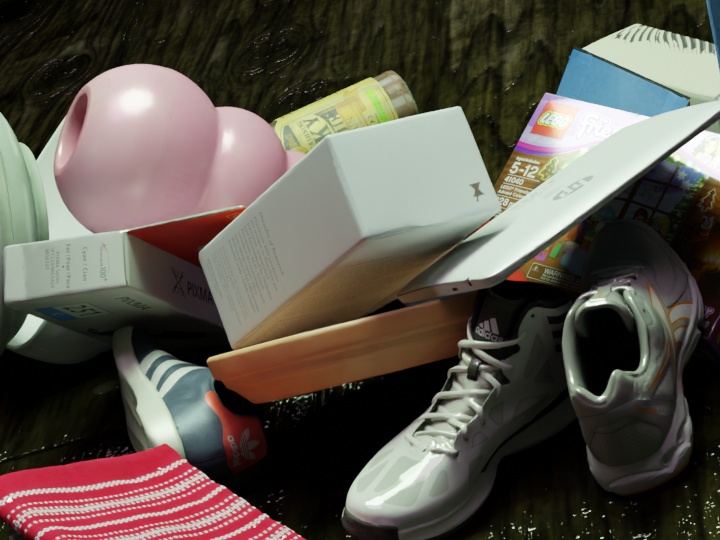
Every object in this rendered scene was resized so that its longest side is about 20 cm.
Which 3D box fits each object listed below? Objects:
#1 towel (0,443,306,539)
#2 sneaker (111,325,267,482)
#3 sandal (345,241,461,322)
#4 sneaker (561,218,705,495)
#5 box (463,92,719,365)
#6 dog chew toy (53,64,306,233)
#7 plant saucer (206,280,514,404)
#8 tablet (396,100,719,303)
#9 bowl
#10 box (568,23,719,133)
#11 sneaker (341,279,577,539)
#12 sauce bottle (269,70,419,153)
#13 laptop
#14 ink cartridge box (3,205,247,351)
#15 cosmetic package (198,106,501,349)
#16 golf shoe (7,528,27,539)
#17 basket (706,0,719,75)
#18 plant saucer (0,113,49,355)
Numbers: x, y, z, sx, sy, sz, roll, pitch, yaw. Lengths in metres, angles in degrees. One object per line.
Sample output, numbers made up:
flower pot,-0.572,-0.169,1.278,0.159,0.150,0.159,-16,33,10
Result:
towel,-0.110,0.152,1.475,0.144,0.023,0.200,-8,23,-39
sneaker,-0.109,0.087,1.687,0.084,0.075,0.200,-14,26,-10
sandal,0.005,-0.004,1.733,0.082,0.050,0.203,-43,7,-32
sneaker,0.154,0.029,1.502,0.076,0.092,0.200,-16,41,16
box,0.172,-0.029,1.631,0.200,0.039,0.137,16,69,37
dog chew toy,-0.107,-0.063,1.777,0.200,0.125,0.125,20,12,-19
plant saucer,0.005,0.047,1.603,0.200,0.038,0.200,-14,-2,-1
tablet,0.120,-0.042,1.549,0.200,0.014,0.130,-36,10,-23
bowl,-0.201,-0.025,1.923,0.200,0.075,0.200,-60,27,0
box,0.235,-0.118,1.866,0.068,0.082,0.200,-26,24,-20
sneaker,0.056,0.070,1.504,0.076,0.116,0.200,21,42,34
sauce bottle,-0.049,-0.094,2.062,0.200,0.065,0.065,-27,23,-14
laptop,0.107,-0.053,1.764,0.200,0.116,0.187,-19,21,-14
ink cartridge box,-0.117,0.010,1.745,0.176,0.045,0.200,-9,-15,21
cosmetic package,-0.011,-0.024,1.591,0.101,0.071,0.200,-14,-13,-32
golf shoe,-0.157,0.165,1.532,0.097,0.078,0.200,-14,23,-3
basket,0.312,-0.107,1.650,0.139,0.177,0.200,-37,39,-30
plant saucer,-0.259,-0.037,1.843,0.050,0.201,0.200,-8,17,-20
